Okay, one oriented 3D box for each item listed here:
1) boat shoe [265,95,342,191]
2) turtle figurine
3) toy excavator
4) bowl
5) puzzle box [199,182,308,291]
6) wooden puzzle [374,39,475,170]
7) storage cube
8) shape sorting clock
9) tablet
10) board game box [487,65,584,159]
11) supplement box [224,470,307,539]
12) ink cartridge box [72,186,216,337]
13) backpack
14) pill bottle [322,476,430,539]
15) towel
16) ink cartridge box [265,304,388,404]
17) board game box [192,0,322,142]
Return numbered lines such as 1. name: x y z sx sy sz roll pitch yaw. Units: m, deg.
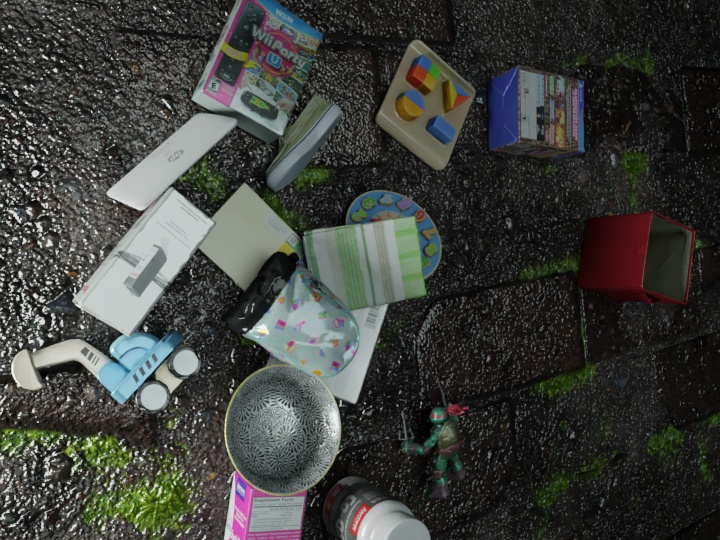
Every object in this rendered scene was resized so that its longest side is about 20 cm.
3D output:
1. boat shoe: -0.110 -0.224 1.004 0.062 0.072 0.201 35 68 2
2. turtle figurine: 0.152 0.332 1.118 0.149 0.100 0.202 -19 104 -28
3. toy excavator: -0.366 0.138 0.842 0.200 0.100 0.195 44 67 -7
4. bowl: -0.139 0.263 0.943 0.199 0.094 0.203 10 68 -27
5. puzzle box: -0.172 -0.031 0.973 0.200 0.025 0.133 46 74 -21
6. wooden puzzle: 0.142 -0.334 1.147 0.184 0.046 0.201 32 75 -25
7. storage cube: 0.645 -0.024 1.346 0.170 0.179 0.202 15 83 -28
8. shape sorting clock: 0.064 -0.067 1.064 0.198 0.039 0.202 10 61 -18
9. tablet: -0.286 -0.171 0.864 0.200 0.130 0.014 -50 133 -20
10. board game box: 0.386 -0.339 1.254 0.198 0.097 0.161 1 89 -29
11. supplement box: -0.161 0.443 0.935 0.102 0.101 0.202 12 83 -28
12. ink cartridge box: -0.316 -0.011 0.831 0.084 0.144 0.201 41 71 -22
13. backpack: -0.097 0.087 0.925 0.200 0.127 0.167 38 90 -17
14. pill bottle: 0.025 0.439 0.981 0.113 0.199 0.115 1 88 -29
15. towel: 0.008 -0.010 0.989 0.198 0.031 0.151 -9 105 0
16. ink cartridge box: -0.058 0.117 1.033 0.172 0.044 0.202 20 79 -2
17. board game box: -0.170 -0.342 0.957 0.147 0.064 0.202 25 76 -27
